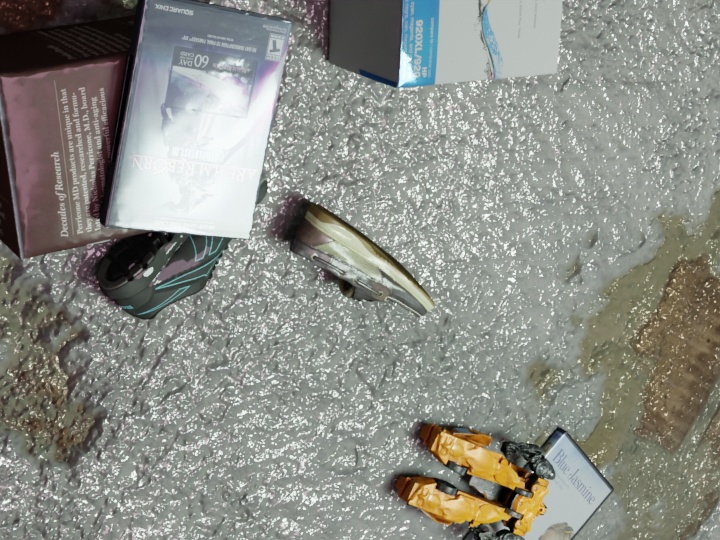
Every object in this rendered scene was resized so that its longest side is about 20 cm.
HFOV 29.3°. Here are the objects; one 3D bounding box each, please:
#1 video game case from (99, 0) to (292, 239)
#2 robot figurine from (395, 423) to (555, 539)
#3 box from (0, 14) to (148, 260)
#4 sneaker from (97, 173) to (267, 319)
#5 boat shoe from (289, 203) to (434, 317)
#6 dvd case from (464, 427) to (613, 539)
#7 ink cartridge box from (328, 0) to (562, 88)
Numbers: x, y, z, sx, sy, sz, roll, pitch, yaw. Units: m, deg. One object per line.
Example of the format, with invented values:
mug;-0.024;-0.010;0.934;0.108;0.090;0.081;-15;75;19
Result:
video game case;-0.142;-0.130;1.193;0.142;0.019;0.201;4;102;-34
robot figurine;0.147;0.262;1.682;0.200;0.058;0.145;25;92;-30
box;-0.246;-0.127;1.241;0.199;0.166;0.165;-15;115;-27
sneaker;-0.172;-0.029;1.391;0.200;0.075;0.079;-38;134;-6
boat shoe;0.000;0.000;1.506;0.200;0.073;0.065;38;96;-32
dvd case;0.233;0.320;1.790;0.200;0.018;0.143;-48;124;-9
ink cartridge box;0.088;-0.276;1.410;0.199;0.147;0.145;-9;112;-29
